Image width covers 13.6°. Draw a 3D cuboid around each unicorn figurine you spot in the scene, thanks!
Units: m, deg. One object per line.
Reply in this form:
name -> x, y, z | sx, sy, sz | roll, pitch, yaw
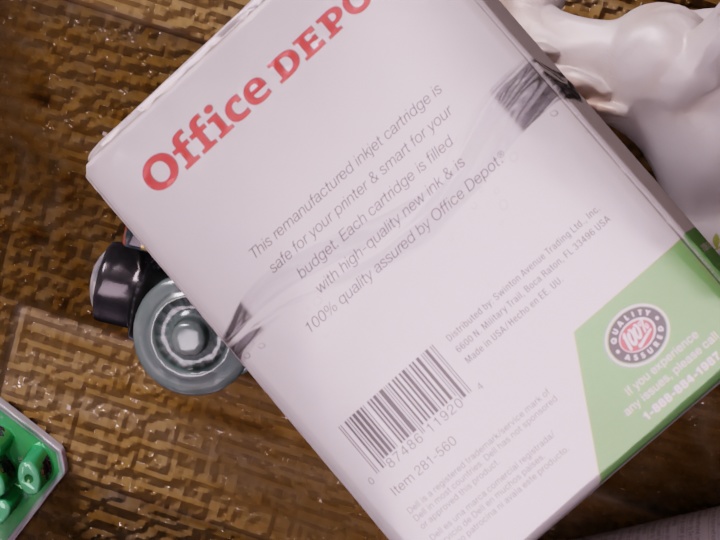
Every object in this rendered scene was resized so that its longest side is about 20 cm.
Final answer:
unicorn figurine -> 0.125, -0.065, 1.091 | 0.137, 0.074, 0.201 | -20, 104, 17

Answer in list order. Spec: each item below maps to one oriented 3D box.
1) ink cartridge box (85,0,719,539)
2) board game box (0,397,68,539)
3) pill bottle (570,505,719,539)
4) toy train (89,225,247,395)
ink cartridge box -> 0.025, -0.009, 1.043 | 0.146, 0.084, 0.200 | -41, 85, 10
board game box -> -0.252, 0.091, 1.225 | 0.200, 0.026, 0.200 | 38, 109, -2
pill bottle -> 0.137, 0.144, 1.132 | 0.199, 0.110, 0.110 | -14, 103, 13
toy train -> 0.000, 0.000, 1.132 | 0.199, 0.085, 0.115 | 13, 96, 7
